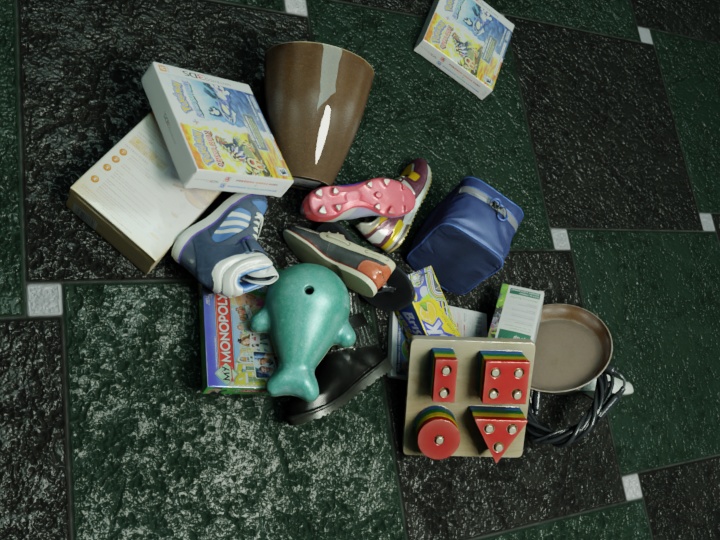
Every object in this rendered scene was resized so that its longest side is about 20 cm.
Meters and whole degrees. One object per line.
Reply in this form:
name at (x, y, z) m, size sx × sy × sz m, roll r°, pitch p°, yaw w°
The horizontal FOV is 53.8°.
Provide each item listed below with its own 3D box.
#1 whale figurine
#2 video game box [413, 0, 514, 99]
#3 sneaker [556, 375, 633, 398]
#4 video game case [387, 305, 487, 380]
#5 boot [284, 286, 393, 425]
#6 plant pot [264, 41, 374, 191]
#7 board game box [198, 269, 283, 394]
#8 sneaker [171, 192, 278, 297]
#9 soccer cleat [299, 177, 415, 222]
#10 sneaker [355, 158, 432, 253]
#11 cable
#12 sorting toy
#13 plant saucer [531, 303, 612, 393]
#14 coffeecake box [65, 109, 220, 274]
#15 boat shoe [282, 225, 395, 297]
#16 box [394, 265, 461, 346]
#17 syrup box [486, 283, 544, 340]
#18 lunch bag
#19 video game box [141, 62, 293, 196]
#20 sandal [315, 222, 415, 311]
whale figurine at (-0.082, 0.082, 1.021) m, size 0.157 × 0.104 × 0.202 m, roll 11°, pitch 63°, yaw -3°
video game box at (0.219, -0.485, 1.475) m, size 0.181 × 0.047 × 0.202 m, roll 29°, pitch 62°, yaw -15°
sneaker at (0.444, 0.202, 1.359) m, size 0.198 × 0.070 × 0.081 m, roll 13°, pitch 66°, yaw -24°
video game case at (0.138, 0.129, 1.247) m, size 0.198 × 0.018 × 0.145 m, roll 13°, pitch 69°, yaw -25°
boot at (-0.060, 0.130, 1.104) m, size 0.210 × 0.079 × 0.159 m, roll -29°, pitch 91°, yaw -37°
plant pot at (-0.080, -0.240, 1.171) m, size 0.185 × 0.186 × 0.203 m, roll 10°, pitch 83°, yaw -25°
board game box at (-0.172, 0.086, 1.061) m, size 0.133 × 0.029 × 0.202 m, roll 7°, pitch 58°, yaw -28°
sneaker at (-0.165, -0.032, 1.058) m, size 0.146 × 0.081 × 0.200 m, roll 33°, pitch 44°, yaw 16°
soccer cleat at (-0.004, -0.113, 1.176) m, size 0.198 × 0.076 × 0.068 m, roll -7°, pitch 87°, yaw -26°
sneaker at (0.059, -0.134, 1.256) m, size 0.090 × 0.075 × 0.202 m, roll 33°, pitch 60°, yaw -20°
cable at (0.359, 0.221, 1.265) m, size 0.200 × 0.051 × 0.163 m, roll -45°, pitch 54°, yaw -8°
sorting toy at (0.173, 0.211, 1.116) m, size 0.197 × 0.070 × 0.201 m, roll 2°, pitch 105°, yaw -4°
plant saucer at (0.351, 0.145, 1.282) m, size 0.201 × 0.198 × 0.032 m, roll -51°, pitch 139°, yaw -30°
coffeecake box at (-0.306, -0.124, 1.055) m, size 0.153 × 0.073 × 0.201 m, roll 42°, pitch 59°, yaw -10°
boat shoe at (-0.038, -0.027, 1.127) m, size 0.199 × 0.072 × 0.063 m, roll 28°, pitch 64°, yaw 29°
box at (0.118, 0.101, 1.197) m, size 0.069 × 0.064 × 0.202 m, roll -20°, pitch 84°, yaw -31°
syrup box at (0.264, 0.127, 1.245) m, size 0.078 × 0.082 × 0.201 m, roll 11°, pitch 49°, yaw 17°
lunch bag at (0.185, -0.068, 1.230) m, size 0.135 × 0.200 × 0.133 m, roll 34°, pitch 58°, yaw -9°
video game box at (-0.212, -0.208, 1.061) m, size 0.181 × 0.047 × 0.202 m, roll -3°, pitch 59°, yaw -47°
sandal at (-0.001, 0.000, 1.163) m, size 0.199 × 0.077 × 0.043 m, roll 36°, pitch 20°, yaw 10°
